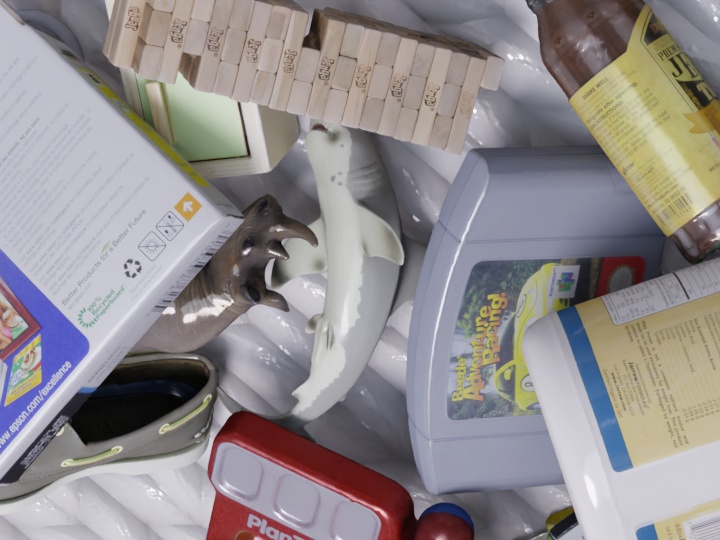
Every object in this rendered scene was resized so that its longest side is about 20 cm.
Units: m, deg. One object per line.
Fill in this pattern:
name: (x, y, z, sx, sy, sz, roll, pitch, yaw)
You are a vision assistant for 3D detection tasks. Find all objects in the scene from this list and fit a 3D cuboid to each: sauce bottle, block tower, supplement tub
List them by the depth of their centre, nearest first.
supplement tub: (0.194, 0.064, 1.099, 0.199, 0.145, 0.145, -18, 107, 3)
sauce bottle: (0.137, -0.100, 1.126, 0.065, 0.065, 0.200, -37, 87, 25)
block tower: (-0.029, -0.110, 1.133, 0.199, 0.054, 0.058, 11, 104, -18)

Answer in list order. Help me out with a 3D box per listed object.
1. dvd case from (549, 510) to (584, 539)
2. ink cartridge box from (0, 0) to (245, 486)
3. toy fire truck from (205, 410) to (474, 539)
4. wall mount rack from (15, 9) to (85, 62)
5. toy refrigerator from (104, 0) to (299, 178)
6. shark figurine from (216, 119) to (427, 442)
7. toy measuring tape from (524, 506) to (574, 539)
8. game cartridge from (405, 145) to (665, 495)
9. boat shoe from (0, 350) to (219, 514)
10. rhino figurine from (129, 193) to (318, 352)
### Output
dvd case: (0.226, 0.145, 1.194, 0.200, 0.025, 0.151, -36, 100, 0)
ink cartridge box: (-0.198, -0.023, 1.177, 0.200, 0.047, 0.198, 45, 100, 15)
toy fire truck: (-0.003, 0.180, 1.234, 0.199, 0.112, 0.168, 25, 132, 14)
wall mount rack: (-0.258, -0.085, 1.246, 0.174, 0.075, 0.200, 44, 115, -2)
toy refrigerator: (-0.094, -0.152, 1.177, 0.076, 0.070, 0.201, -4, 111, 16)
shark figurine: (0.003, 0.022, 1.214, 0.128, 0.089, 0.215, 35, 118, 48)
toy measuring tape: (0.118, 0.169, 1.250, 0.199, 0.074, 0.074, -22, 104, 22)
game cartridge: (0.092, 0.030, 1.182, 0.133, 0.041, 0.201, -1, 115, -19)
boat shoe: (-0.173, 0.087, 1.239, 0.072, 0.201, 0.060, 57, 143, 34)
rhino figurine: (-0.112, 0.005, 1.212, 0.199, 0.060, 0.088, -12, 73, 21)
